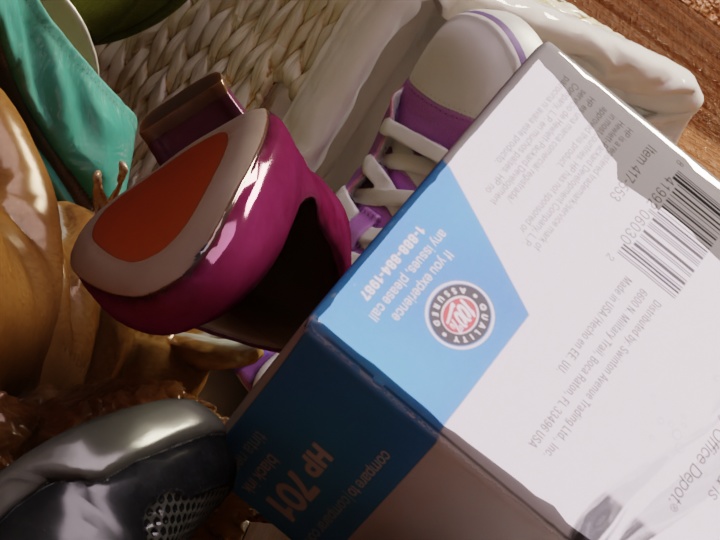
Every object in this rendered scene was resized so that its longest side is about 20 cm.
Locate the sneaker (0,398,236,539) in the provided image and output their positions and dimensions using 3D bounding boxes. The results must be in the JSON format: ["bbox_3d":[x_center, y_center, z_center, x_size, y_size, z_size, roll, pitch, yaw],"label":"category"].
[{"bbox_3d":[-0.075,0.111,0.652,0.114,0.076,0.199,43,38,6],"label":"sneaker"}]

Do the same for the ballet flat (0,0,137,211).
[{"bbox_3d":[-0.130,-0.084,0.879,0.200,0.067,0.070,60,36,-48],"label":"ballet flat"}]

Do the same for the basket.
[{"bbox_3d":[-0.007,-0.050,1.110,0.200,0.198,0.161,15,20,-49],"label":"basket"}]

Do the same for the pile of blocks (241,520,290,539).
[{"bbox_3d":[0.024,0.149,0.856,0.200,0.082,0.062,25,59,0],"label":"pile of blocks"}]

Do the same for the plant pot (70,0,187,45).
[{"bbox_3d":[-0.176,-0.146,0.973,0.200,0.201,0.193,37,37,11],"label":"plant pot"}]

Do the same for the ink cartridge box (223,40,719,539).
[{"bbox_3d":[0.080,0.055,0.754,0.200,0.086,0.146,41,48,0],"label":"ink cartridge box"}]

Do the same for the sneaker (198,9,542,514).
[{"bbox_3d":[0.000,0.000,0.962,0.114,0.201,0.073,3,19,-46],"label":"sneaker"}]

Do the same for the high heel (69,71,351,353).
[{"bbox_3d":[-0.026,0.004,0.762,0.096,0.067,0.200,56,11,-13],"label":"high heel"}]

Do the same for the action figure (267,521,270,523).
[{"bbox_3d":[0.057,0.060,0.925,0.200,0.102,0.119,-3,2,12],"label":"action figure"}]

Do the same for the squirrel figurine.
[{"bbox_3d":[-0.112,0.035,0.817,0.187,0.141,0.200,30,26,-53],"label":"squirrel figurine"}]
